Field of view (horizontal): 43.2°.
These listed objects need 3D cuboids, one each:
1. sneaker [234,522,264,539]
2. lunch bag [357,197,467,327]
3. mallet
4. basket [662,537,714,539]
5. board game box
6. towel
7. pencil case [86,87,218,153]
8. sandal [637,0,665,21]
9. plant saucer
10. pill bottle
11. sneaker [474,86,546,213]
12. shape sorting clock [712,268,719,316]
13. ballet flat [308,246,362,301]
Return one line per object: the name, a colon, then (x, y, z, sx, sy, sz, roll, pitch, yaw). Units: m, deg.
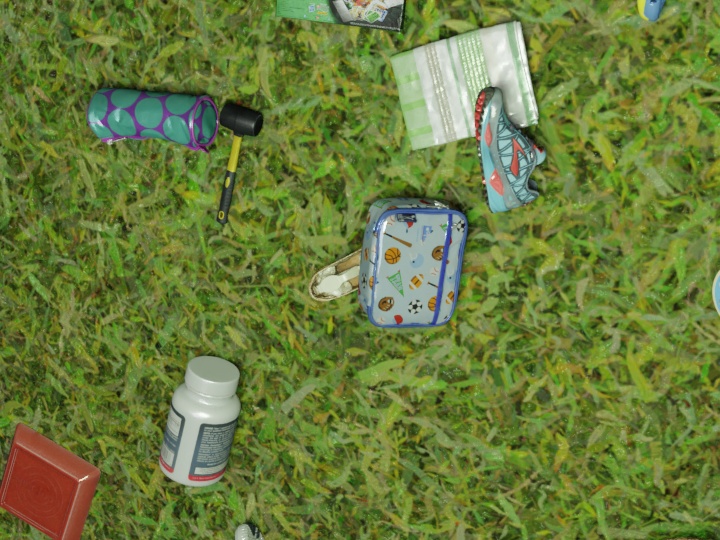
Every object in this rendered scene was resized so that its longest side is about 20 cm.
sneaker: (-0.232, 0.557, 1.658, 0.129, 0.080, 0.200, -9, 112, 12)
lunch bag: (0.082, -0.014, 1.366, 0.159, 0.076, 0.201, 1, 111, -18)
mallet: (-0.216, -0.173, 1.473, 0.066, 0.041, 0.201, 27, 116, 9)
basket: (0.494, 0.487, 1.398, 0.199, 0.149, 0.144, -20, 65, 23)
board game box: (-0.028, -0.417, 1.344, 0.199, 0.023, 0.105, 12, 111, 15)
towel: (0.152, -0.267, 1.326, 0.199, 0.031, 0.150, -9, 100, 24)
pencil case: (-0.333, -0.243, 1.465, 0.199, 0.085, 0.093, 6, 91, 18)
sandal: (0.418, -0.414, 1.164, 0.087, 0.080, 0.201, 24, 113, 7)
plant saucer: (-0.622, 0.428, 1.782, 0.199, 0.037, 0.201, 27, 113, 10)
pill bottle: (-0.271, 0.256, 1.566, 0.119, 0.120, 0.201, 21, 111, 12)
sneaker: (0.213, -0.176, 1.288, 0.095, 0.080, 0.201, -8, 131, 9)
shape sorting clock: (0.570, 0.051, 1.213, 0.199, 0.039, 0.201, 24, 146, 17)
ballet flat: (0.000, 0.000, 1.429, 0.199, 0.065, 0.071, -31, 92, 23)
